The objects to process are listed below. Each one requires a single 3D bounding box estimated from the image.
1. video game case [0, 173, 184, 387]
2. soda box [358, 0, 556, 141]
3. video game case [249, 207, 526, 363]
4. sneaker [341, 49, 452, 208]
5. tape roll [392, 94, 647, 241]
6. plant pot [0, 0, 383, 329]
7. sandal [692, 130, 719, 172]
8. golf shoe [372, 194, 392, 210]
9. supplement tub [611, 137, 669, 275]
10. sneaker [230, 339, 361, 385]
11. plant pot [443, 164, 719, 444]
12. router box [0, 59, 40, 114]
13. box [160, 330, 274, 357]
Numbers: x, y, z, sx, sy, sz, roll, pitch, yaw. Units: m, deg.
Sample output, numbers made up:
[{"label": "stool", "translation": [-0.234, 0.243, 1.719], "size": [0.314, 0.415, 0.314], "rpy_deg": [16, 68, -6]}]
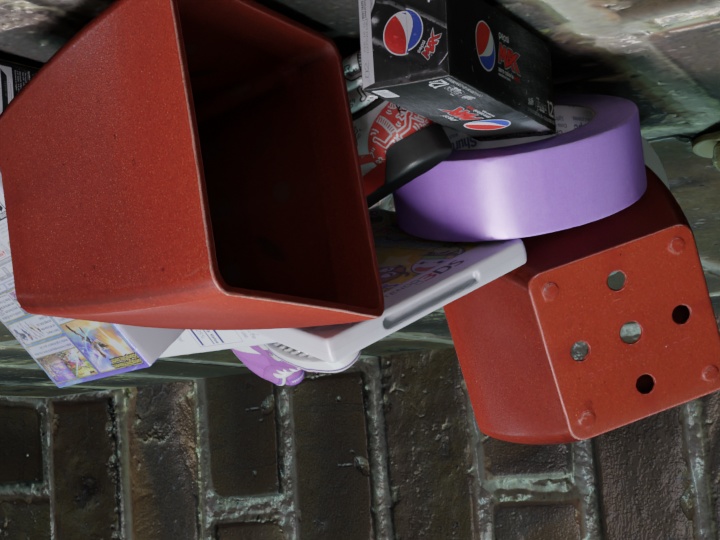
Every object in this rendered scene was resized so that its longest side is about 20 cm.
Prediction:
[{"label": "video game case", "translation": [-0.248, 0.005, 1.125], "size": [0.045, 0.181, 0.200], "rpy_deg": [-46, -164, -30]}, {"label": "soda box", "translation": [0.071, -0.140, 0.976], "size": [0.063, 0.071, 0.200], "rpy_deg": [-6, 172, 26]}, {"label": "video game case", "translation": [-0.004, 0.004, 1.086], "size": [0.182, 0.023, 0.200], "rpy_deg": [-26, -158, -27]}, {"label": "sneaker", "translation": [-0.029, -0.091, 1.068], "size": [0.201, 0.108, 0.067], "rpy_deg": [-30, 173, 36]}, {"label": "tape roll", "translation": [0.122, -0.084, 1.122], "size": [0.200, 0.066, 0.200], "rpy_deg": [-10, -163, 3]}, {"label": "plant pot", "translation": [-0.122, -0.053, 0.929], "size": [0.176, 0.200, 0.200], "rpy_deg": [-16, 166, 26]}, {"label": "sandal", "translation": [0.369, -0.104, 1.353], "size": [0.077, 0.070, 0.212], "rpy_deg": [-4, 171, -4]}, {"label": "golf shoe", "translation": [0.008, -0.072, 1.307], "size": [0.078, 0.097, 0.200], "rpy_deg": [-2, 170, -6]}, {"label": "supplement tub", "translation": [0.176, -0.054, 1.339], "size": [0.144, 0.145, 0.200], "rpy_deg": [2, 169, -35]}, {"label": "sneaker", "translation": [-0.056, 0.067, 1.297], "size": [0.200, 0.073, 0.114], "rpy_deg": [20, 152, 45]}, {"label": "plant pot", "translation": [0.186, 0.035, 1.144], "size": [0.199, 0.200, 0.176], "rpy_deg": [-19, -168, -7]}, {"label": "router box", "translation": [-0.298, -0.106, 1.083], "size": [0.200, 0.051, 0.149], "rpy_deg": [-10, 171, 31]}, {"label": "box", "translation": [-0.177, -0.023, 1.238], "size": [0.200, 0.105, 0.184], "rpy_deg": [-8, 135, 27]}]
